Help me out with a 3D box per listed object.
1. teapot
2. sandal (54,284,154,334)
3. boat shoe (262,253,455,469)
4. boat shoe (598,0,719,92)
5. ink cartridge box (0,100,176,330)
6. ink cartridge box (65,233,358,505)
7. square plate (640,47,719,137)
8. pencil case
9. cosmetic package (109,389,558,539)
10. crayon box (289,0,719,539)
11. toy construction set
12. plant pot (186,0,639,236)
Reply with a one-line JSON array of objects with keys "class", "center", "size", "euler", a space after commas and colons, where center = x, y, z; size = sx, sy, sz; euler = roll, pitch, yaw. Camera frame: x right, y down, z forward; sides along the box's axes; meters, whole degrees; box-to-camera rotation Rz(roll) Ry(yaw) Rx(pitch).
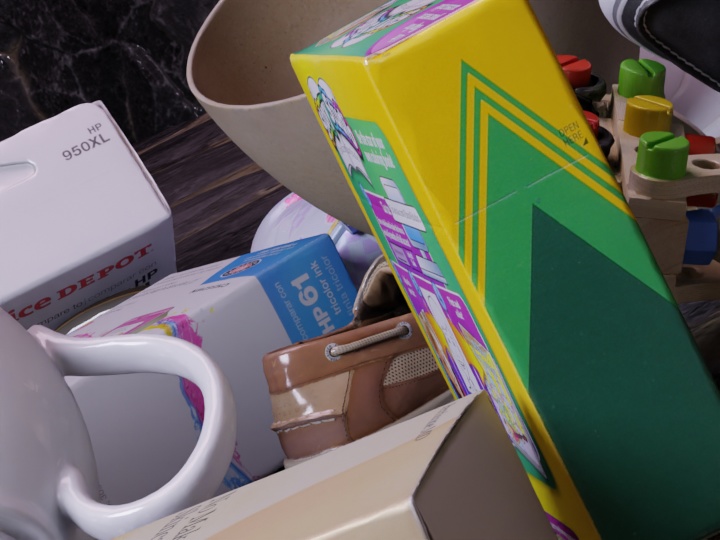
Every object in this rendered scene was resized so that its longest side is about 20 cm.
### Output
[{"class": "teapot", "center": [-0.166, 0.104, 0.950], "size": [0.197, 0.200, 0.146], "euler": [4, 29, -36]}, {"class": "sandal", "center": [-0.160, 0.079, 1.332], "size": [0.200, 0.082, 0.055], "euler": [-25, 16, -1]}, {"class": "boat shoe", "center": [0.035, 0.022, 1.100], "size": [0.076, 0.072, 0.200], "euler": [-18, 10, 43]}, {"class": "boat shoe", "center": [0.179, -0.078, 1.046], "size": [0.200, 0.066, 0.070], "euler": [18, -50, -37]}, {"class": "ink cartridge box", "center": [-0.174, 0.020, 1.411], "size": [0.144, 0.084, 0.200], "euler": [-28, -25, -16]}, {"class": "ink cartridge box", "center": [-0.105, 0.069, 1.198], "size": [0.200, 0.085, 0.144], "euler": [-33, 10, -34]}, {"class": "square plate", "center": [0.138, -0.073, 1.237], "size": [0.198, 0.028, 0.200], "euler": [-31, 23, 38]}, {"class": "pencil case", "center": [0.000, 0.000, 1.331], "size": [0.091, 0.083, 0.200], "euler": [-41, 10, -6]}, {"class": "cosmetic package", "center": [-0.046, 0.112, 0.775], "size": [0.200, 0.071, 0.105], "euler": [-23, 8, 18]}, {"class": "crayon box", "center": [0.048, -0.005, 0.873], "size": [0.058, 0.173, 0.200], "euler": [-26, 8, -5]}, {"class": "toy construction set", "center": [0.127, -0.029, 1.009], "size": [0.131, 0.092, 0.200], "euler": [5, 8, 0]}, {"class": "plant pot", "center": [0.043, -0.083, 1.180], "size": [0.200, 0.135, 0.200], "euler": [-27, 26, 14]}]
